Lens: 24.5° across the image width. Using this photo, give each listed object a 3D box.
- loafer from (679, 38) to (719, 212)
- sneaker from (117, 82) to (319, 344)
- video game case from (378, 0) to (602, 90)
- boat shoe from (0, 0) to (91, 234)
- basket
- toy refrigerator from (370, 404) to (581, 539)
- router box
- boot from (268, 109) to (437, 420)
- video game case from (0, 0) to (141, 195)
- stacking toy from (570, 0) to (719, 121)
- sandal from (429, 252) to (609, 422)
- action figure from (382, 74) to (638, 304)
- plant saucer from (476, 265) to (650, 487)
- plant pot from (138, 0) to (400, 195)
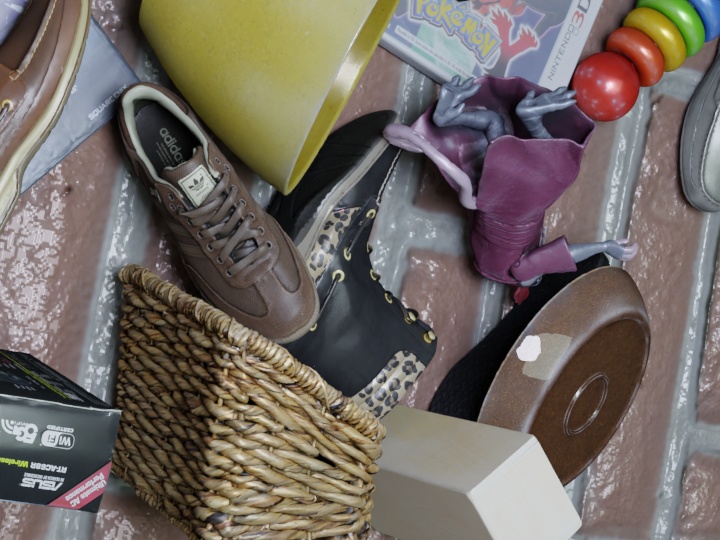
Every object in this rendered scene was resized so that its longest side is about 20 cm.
[{"bbox_3d":[0.317,-0.144,1.357,0.069,0.070,0.202,22,82,-27],"label":"loafer"},{"bbox_3d":[-0.102,-0.038,1.085,0.070,0.076,0.201,-38,74,-1],"label":"sneaker"},{"bbox_3d":[0.098,-0.224,1.261,0.199,0.023,0.184,29,79,-26],"label":"video game case"},{"bbox_3d":[-0.232,-0.101,1.041,0.067,0.072,0.202,28,82,-28],"label":"boat shoe"},{"bbox_3d":[-0.067,0.084,1.079,0.141,0.200,0.151,1,99,-28],"label":"basket"},{"bbox_3d":[0.064,0.149,1.161,0.070,0.200,0.076,-37,108,-21],"label":"toy refrigerator"},{"bbox_3d":[-0.247,0.083,0.987,0.149,0.200,0.063,13,91,-28],"label":"router box"},{"bbox_3d":[0.000,0.000,1.192,0.151,0.073,0.201,49,58,-29],"label":"boot"},{"bbox_3d":[-0.252,-0.155,1.079,0.143,0.019,0.201,-43,112,-20],"label":"video game case"},{"bbox_3d":[0.243,-0.195,1.313,0.200,0.085,0.086,-44,111,-15],"label":"stacking toy"},{"bbox_3d":[0.130,0.063,1.267,0.200,0.075,0.045,-47,122,-21],"label":"sandal"},{"bbox_3d":[0.111,-0.042,1.207,0.148,0.134,0.201,-33,141,-27],"label":"action figure"},{"bbox_3d":[0.159,0.093,1.243,0.200,0.034,0.202,-33,140,-34],"label":"plant saucer"},{"bbox_3d":[-0.063,-0.172,1.101,0.141,0.200,0.201,29,78,1],"label":"plant pot"}]
